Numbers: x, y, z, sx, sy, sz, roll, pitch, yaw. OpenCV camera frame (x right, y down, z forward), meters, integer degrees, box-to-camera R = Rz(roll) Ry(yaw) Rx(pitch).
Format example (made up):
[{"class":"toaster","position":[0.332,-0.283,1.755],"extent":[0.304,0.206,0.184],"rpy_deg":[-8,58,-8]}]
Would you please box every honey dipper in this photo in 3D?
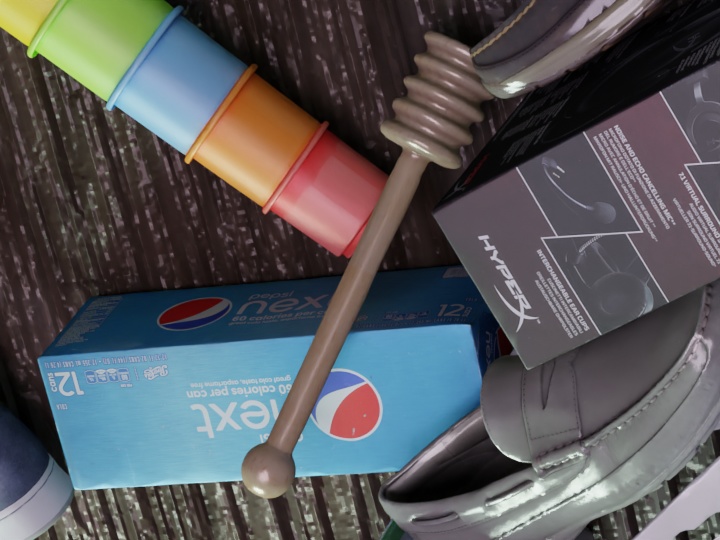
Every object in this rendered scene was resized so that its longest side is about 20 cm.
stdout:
[{"class":"honey dipper","position":[0.000,0.000,1.175],"extent":[0.038,0.038,0.201],"rpy_deg":[26,90,5]}]

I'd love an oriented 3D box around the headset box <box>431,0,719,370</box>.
[{"class":"headset box","position":[0.144,-0.059,1.088],"extent":[0.199,0.149,0.077],"rpy_deg":[-26,101,26]}]

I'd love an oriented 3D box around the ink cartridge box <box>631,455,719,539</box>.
[{"class":"ink cartridge box","position":[0.190,0.173,1.149],"extent":[0.200,0.068,0.116],"rpy_deg":[42,104,-10]}]

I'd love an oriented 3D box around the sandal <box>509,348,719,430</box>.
[{"class":"sandal","position":[0.157,0.026,1.176],"extent":[0.206,0.059,0.080],"rpy_deg":[-13,90,25]}]

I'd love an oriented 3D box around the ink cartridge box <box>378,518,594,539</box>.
[{"class":"ink cartridge box","position":[0.008,0.199,1.255],"extent":[0.084,0.146,0.201],"rpy_deg":[30,120,3]}]

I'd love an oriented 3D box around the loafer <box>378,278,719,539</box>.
[{"class":"loafer","position":[0.079,0.060,1.126],"extent":[0.070,0.070,0.200],"rpy_deg":[29,132,-17]}]

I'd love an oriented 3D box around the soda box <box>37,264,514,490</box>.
[{"class":"soda box","position":[-0.032,0.046,1.245],"extent":[0.199,0.064,0.068],"rpy_deg":[-5,113,21]}]

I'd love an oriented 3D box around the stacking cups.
[{"class":"stacking cups","position":[-0.074,-0.080,1.212],"extent":[0.200,0.061,0.061],"rpy_deg":[35,120,-6]}]

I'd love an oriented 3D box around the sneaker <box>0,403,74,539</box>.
[{"class":"sneaker","position":[-0.251,0.085,1.322],"extent":[0.202,0.077,0.147],"rpy_deg":[-25,115,17]}]

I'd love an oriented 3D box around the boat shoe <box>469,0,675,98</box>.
[{"class":"boat shoe","position":[0.113,-0.146,1.111],"extent":[0.200,0.074,0.073],"rpy_deg":[-40,87,20]}]
